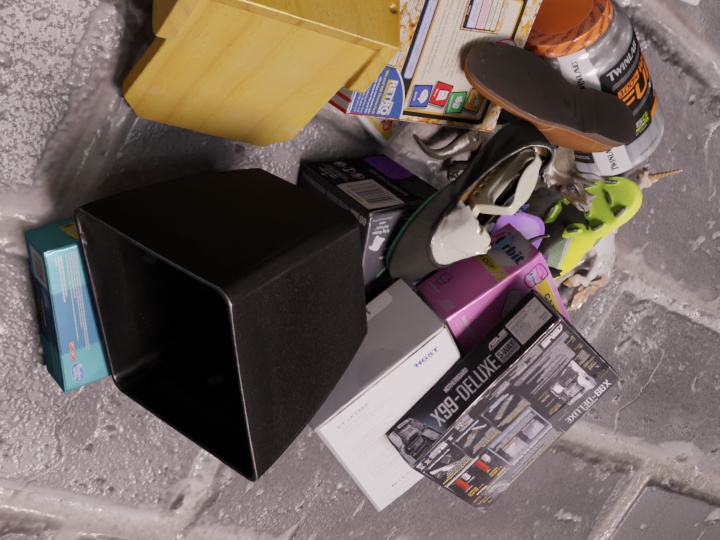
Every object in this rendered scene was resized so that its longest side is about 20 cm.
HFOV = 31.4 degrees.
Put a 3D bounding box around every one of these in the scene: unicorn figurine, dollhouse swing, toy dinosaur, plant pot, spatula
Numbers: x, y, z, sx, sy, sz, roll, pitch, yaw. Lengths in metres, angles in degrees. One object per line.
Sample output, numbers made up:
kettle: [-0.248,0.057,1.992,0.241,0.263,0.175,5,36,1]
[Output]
unicorn figurine: [0.285,-0.050,1.542,0.137,0.074,0.201,-25,147,-26]
dollhouse swing: [-0.095,-0.229,1.101,0.199,0.176,0.183,10,72,-32]
toy dinosaur: [0.155,-0.123,1.357,0.199,0.077,0.102,28,134,-11]
plant pot: [-0.102,0.022,1.110,0.177,0.200,0.200,-33,134,-33]
spatula: [0.120,-0.048,1.368,0.199,0.021,0.057,10,114,-40]

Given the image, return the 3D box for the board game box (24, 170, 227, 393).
board game box: [-0.198,0.008,1.183,0.199,0.047,0.152,-20,128,-29]

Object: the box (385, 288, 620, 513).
box: [0.143,0.131,1.246,0.200,0.050,0.158,-46,139,5]

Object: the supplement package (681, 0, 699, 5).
supplement package: [0.265,-0.358,1.275,0.199,0.117,0.118,9,112,-43]

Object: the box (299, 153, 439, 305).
box: [0.000,0.000,1.289,0.106,0.122,0.201,-11,124,-35]

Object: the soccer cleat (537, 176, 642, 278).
soccer cleat: [0.242,-0.043,1.446,0.083,0.065,0.200,5,146,-45]

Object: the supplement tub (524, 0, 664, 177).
supplement tub: [0.241,-0.203,1.354,0.123,0.122,0.200,-44,137,-7]

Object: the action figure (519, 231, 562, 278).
action figure: [0.141,0.037,1.385,0.118,0.102,0.201,1,115,-33]

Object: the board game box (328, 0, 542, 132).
board game box: [0.072,-0.217,1.227,0.199,0.046,0.152,2,116,-41]

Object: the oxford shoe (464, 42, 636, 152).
oxford shoe: [0.174,-0.159,1.262,0.199,0.071,0.072,23,62,-26]

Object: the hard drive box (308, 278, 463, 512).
hard drive box: [0.029,0.127,1.253,0.156,0.077,0.200,-38,144,-6]

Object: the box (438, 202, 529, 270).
box: [0.108,0.009,1.442,0.117,0.048,0.201,-4,121,-37]

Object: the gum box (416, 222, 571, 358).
gum box: [0.151,0.066,1.298,0.113,0.066,0.200,-34,130,-5]

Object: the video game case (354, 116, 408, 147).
video game case: [0.032,-0.241,1.228,0.182,0.023,0.200,-49,138,-3]

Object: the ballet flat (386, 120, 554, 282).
ballet flat: [0.107,-0.060,1.202,0.200,0.068,0.068,-49,135,-6]
